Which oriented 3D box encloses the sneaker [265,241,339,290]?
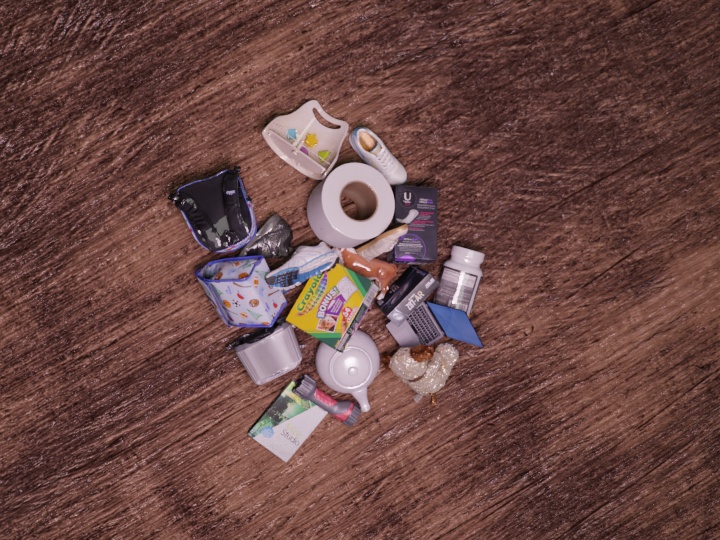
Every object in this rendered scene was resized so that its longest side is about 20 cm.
[{"bbox_3d":[-0.160,-0.017,1.452,0.200,0.075,0.087,-22,58,-23],"label":"sneaker"}]

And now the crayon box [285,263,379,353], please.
[{"bbox_3d":[-0.074,0.088,1.478,0.172,0.058,0.200,26,82,26],"label":"crayon box"}]

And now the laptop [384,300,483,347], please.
[{"bbox_3d":[0.205,0.180,1.551,0.200,0.116,0.187,-33,133,2],"label":"laptop"}]

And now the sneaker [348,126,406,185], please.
[{"bbox_3d":[0.050,-0.308,1.531,0.200,0.081,0.077,42,88,-12],"label":"sneaker"}]

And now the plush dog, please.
[{"bbox_3d":[0.152,0.271,1.537,0.200,0.161,0.172,-27,130,36],"label":"plush dog"}]

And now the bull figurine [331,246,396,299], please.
[{"bbox_3d":[0.000,0.000,1.571,0.200,0.065,0.122,17,101,-5],"label":"bull figurine"}]

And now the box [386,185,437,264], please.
[{"bbox_3d":[0.140,-0.121,1.536,0.122,0.106,0.200,3,83,-9],"label":"box"}]

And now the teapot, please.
[{"bbox_3d":[-0.032,0.255,1.557,0.200,0.146,0.198,25,93,-10],"label":"teapot"}]

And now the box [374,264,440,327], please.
[{"bbox_3d":[0.123,0.064,1.528,0.044,0.200,0.160,44,90,-11],"label":"box"}]

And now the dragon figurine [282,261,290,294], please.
[{"bbox_3d":[-0.217,0.030,1.524,0.200,0.099,0.059,-39,101,-2],"label":"dragon figurine"}]

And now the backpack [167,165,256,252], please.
[{"bbox_3d":[-0.362,-0.141,1.450,0.200,0.154,0.191,-21,82,2],"label":"backpack"}]

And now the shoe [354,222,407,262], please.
[{"bbox_3d":[0.063,-0.072,1.467,0.070,0.200,0.053,-37,97,-38],"label":"shoe"}]

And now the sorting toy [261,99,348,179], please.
[{"bbox_3d":[-0.127,-0.358,1.495,0.200,0.107,0.180,36,78,0],"label":"sorting toy"}]

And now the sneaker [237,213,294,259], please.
[{"bbox_3d":[-0.255,-0.046,1.520,0.114,0.076,0.199,42,84,-4],"label":"sneaker"}]

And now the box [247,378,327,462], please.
[{"bbox_3d":[-0.205,0.431,1.609,0.144,0.036,0.200,40,89,-11],"label":"box"}]

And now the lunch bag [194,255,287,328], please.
[{"bbox_3d":[-0.324,0.060,1.466,0.200,0.124,0.170,-1,127,28],"label":"lunch bag"}]

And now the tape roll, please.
[{"bbox_3d":[-0.028,-0.168,1.480,0.202,0.139,0.203,3,82,-21],"label":"tape roll"}]

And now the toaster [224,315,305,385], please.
[{"bbox_3d":[-0.255,0.224,1.537,0.200,0.114,0.129,-26,102,-6],"label":"toaster"}]

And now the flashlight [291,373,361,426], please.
[{"bbox_3d":[-0.091,0.363,1.582,0.200,0.068,0.068,38,133,-15],"label":"flashlight"}]

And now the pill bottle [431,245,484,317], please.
[{"bbox_3d":[0.279,0.037,1.592,0.116,0.116,0.200,15,94,-10],"label":"pill bottle"}]
